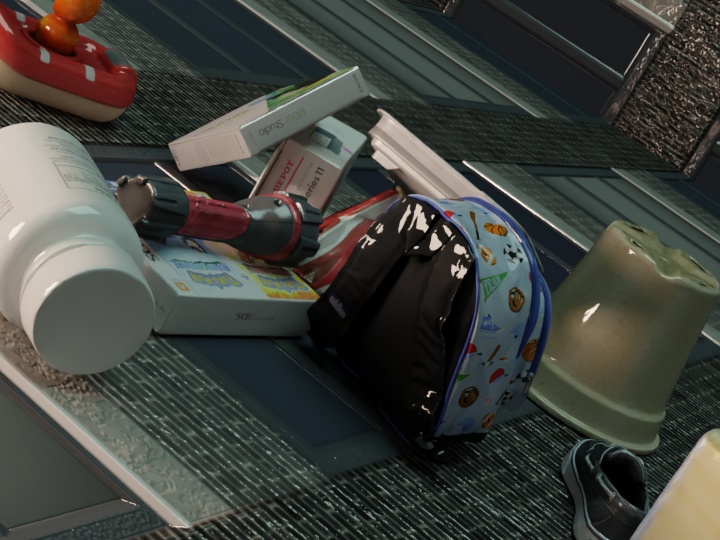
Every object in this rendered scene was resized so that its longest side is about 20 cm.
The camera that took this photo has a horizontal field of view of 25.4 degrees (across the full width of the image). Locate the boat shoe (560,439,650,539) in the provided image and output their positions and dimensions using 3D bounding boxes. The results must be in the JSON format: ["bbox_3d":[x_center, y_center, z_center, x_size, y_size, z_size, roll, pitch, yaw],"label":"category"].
[{"bbox_3d":[0.224,0.187,1.421,0.072,0.068,0.200,30,17,-1],"label":"boat shoe"}]

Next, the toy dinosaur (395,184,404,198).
[{"bbox_3d":[0.089,-0.001,1.594,0.088,0.047,0.200,49,-2,40],"label":"toy dinosaur"}]

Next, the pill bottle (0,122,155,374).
[{"bbox_3d":[-0.223,-0.016,1.173,0.114,0.115,0.200,17,22,-36],"label":"pill bottle"}]

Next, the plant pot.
[{"bbox_3d":[0.270,0.057,1.663,0.200,0.184,0.201,27,18,-9],"label":"plant pot"}]

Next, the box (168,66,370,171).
[{"bbox_3d":[-0.095,-0.150,1.602,0.200,0.144,0.036,0,-62,63],"label":"box"}]

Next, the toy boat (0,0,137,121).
[{"bbox_3d":[-0.310,-0.244,1.634,0.200,0.131,0.131,17,21,-37],"label":"toy boat"}]

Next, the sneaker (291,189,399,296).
[{"bbox_3d":[0.000,0.000,1.529,0.200,0.078,0.116,-32,99,-54],"label":"sneaker"}]

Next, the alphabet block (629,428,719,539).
[{"bbox_3d":[0.324,0.256,1.189,0.196,0.196,0.200,10,27,-44],"label":"alphabet block"}]

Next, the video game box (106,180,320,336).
[{"bbox_3d":[-0.154,-0.012,1.393,0.182,0.047,0.200,43,21,28],"label":"video game box"}]

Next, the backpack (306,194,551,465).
[{"bbox_3d":[0.075,0.033,1.365,0.154,0.191,0.200,-10,39,-37],"label":"backpack"}]

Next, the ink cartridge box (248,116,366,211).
[{"bbox_3d":[-0.062,-0.084,1.619,0.067,0.117,0.200,31,19,0],"label":"ink cartridge box"}]

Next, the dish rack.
[{"bbox_3d":[0.087,-0.063,1.567,0.200,0.044,0.172,43,-2,21],"label":"dish rack"}]

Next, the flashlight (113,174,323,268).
[{"bbox_3d":[-0.118,-0.044,1.358,0.200,0.068,0.068,10,30,-51],"label":"flashlight"}]
